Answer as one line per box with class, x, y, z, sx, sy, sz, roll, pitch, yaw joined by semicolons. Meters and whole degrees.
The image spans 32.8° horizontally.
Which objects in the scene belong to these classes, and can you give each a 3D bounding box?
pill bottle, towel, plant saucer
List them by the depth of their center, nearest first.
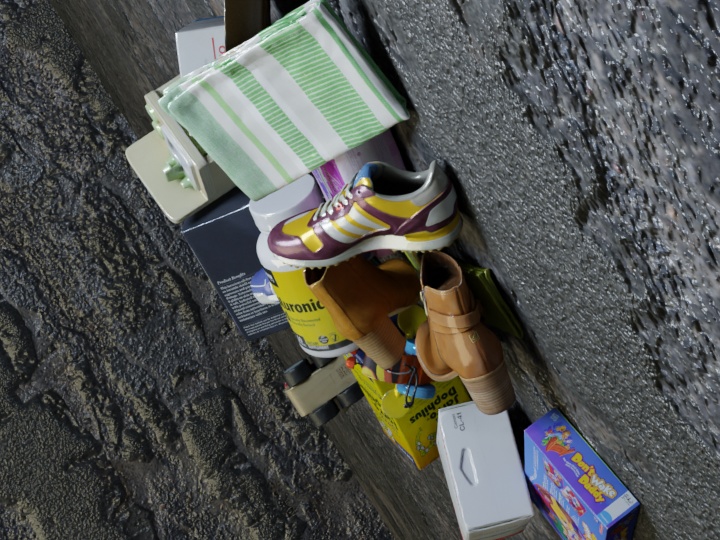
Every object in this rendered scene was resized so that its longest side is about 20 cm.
towel;-0.071;-0.153;1.143;0.153;0.199;0.024;47;-146;-29
plant saucer;-0.110;-0.252;1.215;0.200;0.035;0.202;180;90;-89
towel;0.109;0.018;1.310;0.086;0.018;0.200;54;169;-19
pill bottle;-0.054;-0.008;1.412;0.111;0.111;0.201;39;156;56

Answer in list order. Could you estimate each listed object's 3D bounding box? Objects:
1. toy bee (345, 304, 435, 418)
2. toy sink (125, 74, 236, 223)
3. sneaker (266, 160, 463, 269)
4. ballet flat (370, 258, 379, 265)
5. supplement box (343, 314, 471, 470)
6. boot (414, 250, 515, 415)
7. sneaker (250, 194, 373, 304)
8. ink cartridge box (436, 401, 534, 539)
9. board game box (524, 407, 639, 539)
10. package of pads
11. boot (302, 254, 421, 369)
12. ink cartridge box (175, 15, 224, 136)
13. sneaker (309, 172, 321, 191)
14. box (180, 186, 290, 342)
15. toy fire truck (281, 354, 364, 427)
toy bee;0.044;0.102;1.454;0.108;0.132;0.200;14;167;19
toy sink;-0.201;-0.180;1.583;0.131;0.199;0.112;53;169;16
sneaker;-0.004;-0.062;1.180;0.075;0.198;0.091;-81;-24;-49
ballet flat;-0.036;-0.018;1.693;0.200;0.070;0.071;42;162;53
supplement box;0.063;0.144;1.621;0.109;0.109;0.201;41;162;52
boot;0.092;0.047;1.283;0.156;0.073;0.200;65;167;-25
sneaker;-0.070;-0.044;1.523;0.199;0.081;0.115;-25;109;37
ink cartridge box;0.148;0.248;1.484;0.200;0.085;0.149;84;173;-73
board game box;0.238;0.249;1.341;0.135;0.045;0.200;50;168;27
package of pads;-0.011;-0.121;1.260;0.120;0.075;0.201;44;164;52
boot;-0.001;0.001;1.322;0.144;0.070;0.202;52;-158;-23
ink cartridge box;-0.161;-0.221;1.377;0.200;0.066;0.117;-86;-10;-74
sneaker;-0.089;-0.161;1.396;0.106;0.075;0.200;26;162;14
box;-0.144;-0.047;1.730;0.201;0.122;0.199;-84;-29;-58
toy fire truck;-0.021;0.158;1.884;0.129;0.175;0.200;56;180;-4
